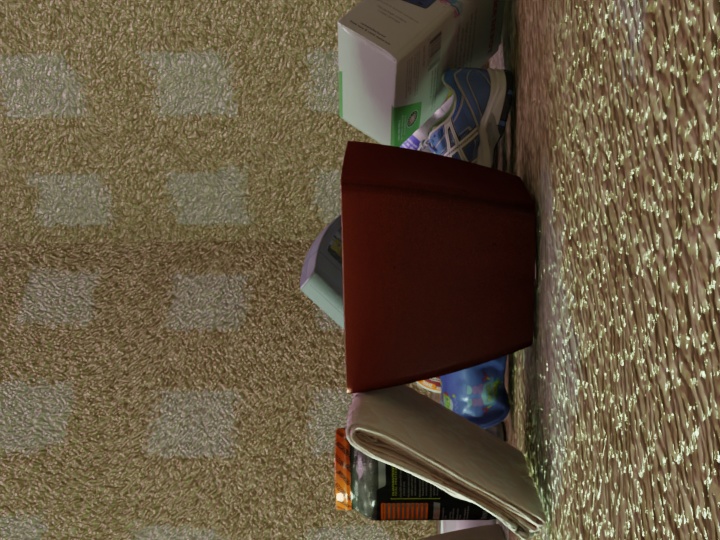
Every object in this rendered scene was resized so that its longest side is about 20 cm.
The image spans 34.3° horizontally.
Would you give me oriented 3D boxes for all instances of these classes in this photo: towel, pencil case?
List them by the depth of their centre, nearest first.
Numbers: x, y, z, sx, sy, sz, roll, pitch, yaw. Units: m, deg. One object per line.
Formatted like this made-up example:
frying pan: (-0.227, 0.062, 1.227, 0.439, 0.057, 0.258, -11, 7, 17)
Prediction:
towel: (0.074, 0.163, 1.074, 0.032, 0.190, 0.200, -60, 2, 8)
pencil case: (0.126, 0.072, 1.267, 0.078, 0.086, 0.201, 33, 130, 56)

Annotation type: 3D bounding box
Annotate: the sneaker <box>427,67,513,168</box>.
sneaker: (0.106, -0.122, 1.254, 0.076, 0.076, 0.201, -88, 10, -80)

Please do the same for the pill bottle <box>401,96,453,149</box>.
pill bottle: (0.085, -0.144, 1.455, 0.201, 0.111, 0.112, -58, 17, 30)

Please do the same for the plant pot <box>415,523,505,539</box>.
plant pot: (0.083, 0.415, 1.343, 0.200, 0.176, 0.201, -78, -13, -87)

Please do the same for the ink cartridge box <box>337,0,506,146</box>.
ink cartridge box: (0.068, -0.251, 1.258, 0.200, 0.087, 0.146, -44, -24, -25)

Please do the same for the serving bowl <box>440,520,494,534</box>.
serving bowl: (0.143, 0.375, 1.574, 0.200, 0.065, 0.202, -1, -90, -90)

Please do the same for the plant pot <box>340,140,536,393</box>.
plant pot: (0.073, -0.012, 1.112, 0.200, 0.175, 0.202, -87, -5, -74)

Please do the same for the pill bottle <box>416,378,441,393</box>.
pill bottle: (0.115, 0.080, 1.568, 0.200, 0.113, 0.115, 86, -176, -64)

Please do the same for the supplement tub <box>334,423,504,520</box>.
supplement tub: (0.070, 0.235, 1.388, 0.123, 0.198, 0.124, 0, -90, -89)

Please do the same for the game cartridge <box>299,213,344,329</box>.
game cartridge: (0.000, 0.000, 1.424, 0.041, 0.133, 0.200, -48, 5, 31)

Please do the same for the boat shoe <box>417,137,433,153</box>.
boat shoe: (0.071, -0.101, 1.335, 0.074, 0.064, 0.203, 84, -149, -80)
